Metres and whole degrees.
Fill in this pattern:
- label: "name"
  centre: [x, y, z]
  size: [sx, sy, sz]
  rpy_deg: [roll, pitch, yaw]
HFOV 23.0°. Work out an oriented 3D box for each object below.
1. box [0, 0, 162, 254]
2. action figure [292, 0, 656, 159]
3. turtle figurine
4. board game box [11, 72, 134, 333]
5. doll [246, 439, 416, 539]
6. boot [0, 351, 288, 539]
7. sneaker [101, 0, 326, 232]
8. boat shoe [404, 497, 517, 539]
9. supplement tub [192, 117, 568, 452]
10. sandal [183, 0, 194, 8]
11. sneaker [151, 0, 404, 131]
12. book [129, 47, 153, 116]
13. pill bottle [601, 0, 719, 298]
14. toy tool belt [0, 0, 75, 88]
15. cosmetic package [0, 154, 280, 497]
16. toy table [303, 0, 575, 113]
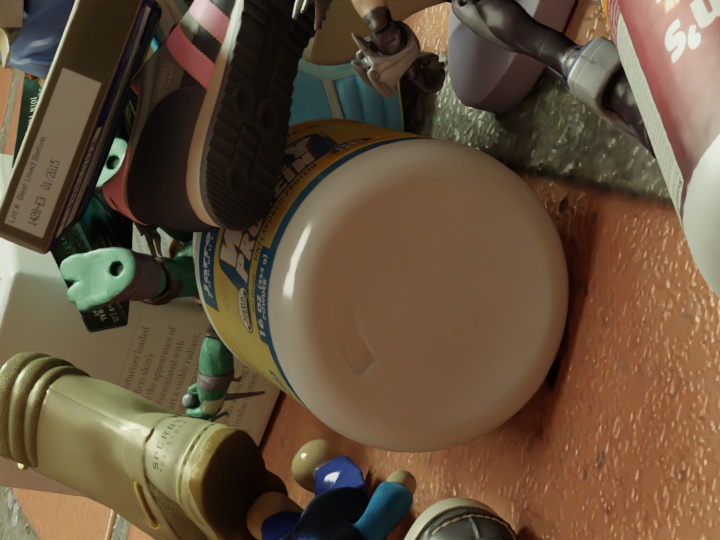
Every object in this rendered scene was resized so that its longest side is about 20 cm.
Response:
- label: "box"
  centre: [-0.131, -0.078, 0.840]
  size: [0.200, 0.032, 0.121]
  rpy_deg: [-120, 51, -83]
- label: "action figure"
  centre: [0.056, -0.124, 0.764]
  size: [0.200, 0.069, 0.130]
  rpy_deg: [31, 98, 23]
- label: "turtle figurine"
  centre: [-0.096, -0.002, 1.025]
  size: [0.101, 0.200, 0.150]
  rpy_deg: [-30, 63, 15]
- label: "board game box"
  centre: [-0.170, -0.079, 1.081]
  size: [0.200, 0.028, 0.135]
  rpy_deg: [-95, -9, -46]
- label: "doll"
  centre: [-0.023, 0.150, 0.913]
  size: [0.137, 0.048, 0.200]
  rpy_deg: [-49, 10, 2]
- label: "boot"
  centre: [-0.130, 0.124, 1.056]
  size: [0.073, 0.155, 0.200]
  rpy_deg: [-63, -19, -21]
- label: "sneaker"
  centre: [-0.069, -0.110, 0.835]
  size: [0.082, 0.070, 0.200]
  rpy_deg: [-2, 59, 33]
- label: "boat shoe"
  centre: [0.026, 0.205, 0.808]
  size: [0.063, 0.073, 0.200]
  rpy_deg: [-147, 74, -71]
- label: "supplement tub"
  centre: [0.000, 0.000, 0.877]
  size: [0.200, 0.144, 0.145]
  rpy_deg: [-157, 79, -68]
- label: "sandal"
  centre: [-0.064, -0.216, 0.934]
  size: [0.055, 0.082, 0.200]
  rpy_deg: [-32, 48, 42]
- label: "sneaker"
  centre: [-0.047, -0.132, 1.051]
  size: [0.200, 0.130, 0.080]
  rpy_deg: [59, 172, -2]
- label: "book"
  centre: [-0.122, -0.137, 1.241]
  size: [0.200, 0.048, 0.134]
  rpy_deg: [81, -171, -61]
- label: "pill bottle"
  centre: [0.150, -0.049, 0.574]
  size: [0.200, 0.109, 0.110]
  rpy_deg: [-100, 30, -44]
- label: "toy tool belt"
  centre: [-0.156, -0.166, 0.923]
  size: [0.200, 0.125, 0.123]
  rpy_deg: [105, 153, -59]
- label: "cosmetic package"
  centre: [-0.168, 0.045, 1.203]
  size: [0.165, 0.200, 0.165]
  rpy_deg: [-113, 40, -56]
- label: "toy table"
  centre: [0.044, -0.190, 0.908]
  size: [0.184, 0.117, 0.200]
  rpy_deg: [178, 102, -68]
